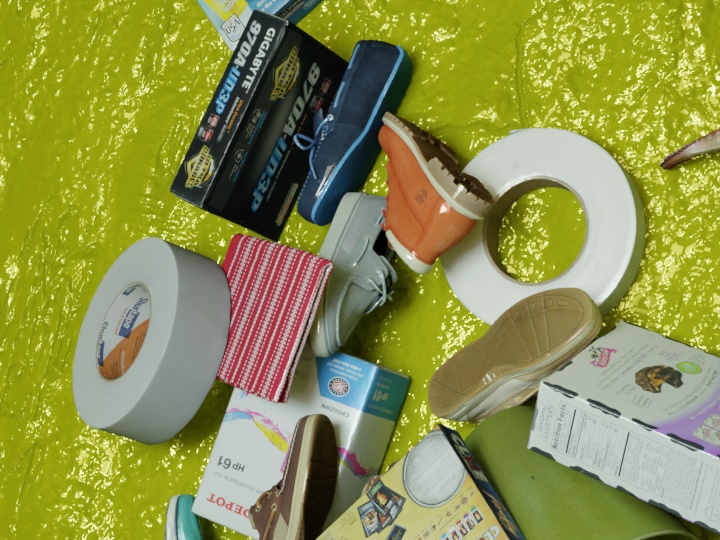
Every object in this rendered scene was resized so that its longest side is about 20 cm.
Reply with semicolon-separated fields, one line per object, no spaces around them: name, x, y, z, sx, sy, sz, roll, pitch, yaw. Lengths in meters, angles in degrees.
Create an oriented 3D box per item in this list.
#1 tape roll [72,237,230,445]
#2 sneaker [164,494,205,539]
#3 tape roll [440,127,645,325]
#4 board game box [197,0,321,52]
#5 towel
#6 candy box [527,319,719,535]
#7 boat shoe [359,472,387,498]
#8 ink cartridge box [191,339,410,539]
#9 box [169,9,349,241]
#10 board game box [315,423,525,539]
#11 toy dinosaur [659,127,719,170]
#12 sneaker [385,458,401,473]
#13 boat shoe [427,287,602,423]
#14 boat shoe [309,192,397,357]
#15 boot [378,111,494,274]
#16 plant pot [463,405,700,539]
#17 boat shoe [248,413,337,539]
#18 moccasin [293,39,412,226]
tape roll;-0.212;0.071;1.735;0.200;0.066;0.201;-34;45;43
sneaker;-0.137;0.312;1.705;0.079;0.077;0.201;-24;79;8
tape roll;0.172;-0.036;1.647;0.202;0.037;0.204;-6;76;24
board game box;-0.121;-0.346;1.841;0.151;0.047;0.200;-40;66;12
towel;-0.098;0.043;1.662;0.200;0.022;0.145;16;86;59
candy box;0.272;0.132;1.488;0.199;0.168;0.072;22;119;27
boat shoe;0.044;0.281;1.541;0.074;0.075;0.201;152;115;-61
ink cartridge box;-0.058;0.171;1.683;0.144;0.085;0.201;18;88;26
box;-0.095;-0.142;1.724;0.046;0.159;0.201;25;90;28
board game box;0.037;0.249;1.486;0.200;0.035;0.136;-44;51;16
toy dinosaur;0.385;-0.161;1.552;0.199;0.105;0.182;21;68;39
sneaker;0.025;0.279;1.630;0.075;0.070;0.201;-9;75;24
boat shoe;0.152;0.082;1.595;0.200;0.069;0.074;-34;48;34
boat shoe;0.000;0.000;1.665;0.071;0.070;0.201;3;48;16
boot;0.048;-0.078;1.666;0.107;0.075;0.200;-55;32;17
plant pot;0.171;0.223;1.528;0.187;0.187;0.200;-44;51;11
boat shoe;-0.073;0.228;1.595;0.072;0.072;0.201;9;91;23
moccasin;-0.016;-0.140;1.740;0.068;0.081;0.201;24;76;20
